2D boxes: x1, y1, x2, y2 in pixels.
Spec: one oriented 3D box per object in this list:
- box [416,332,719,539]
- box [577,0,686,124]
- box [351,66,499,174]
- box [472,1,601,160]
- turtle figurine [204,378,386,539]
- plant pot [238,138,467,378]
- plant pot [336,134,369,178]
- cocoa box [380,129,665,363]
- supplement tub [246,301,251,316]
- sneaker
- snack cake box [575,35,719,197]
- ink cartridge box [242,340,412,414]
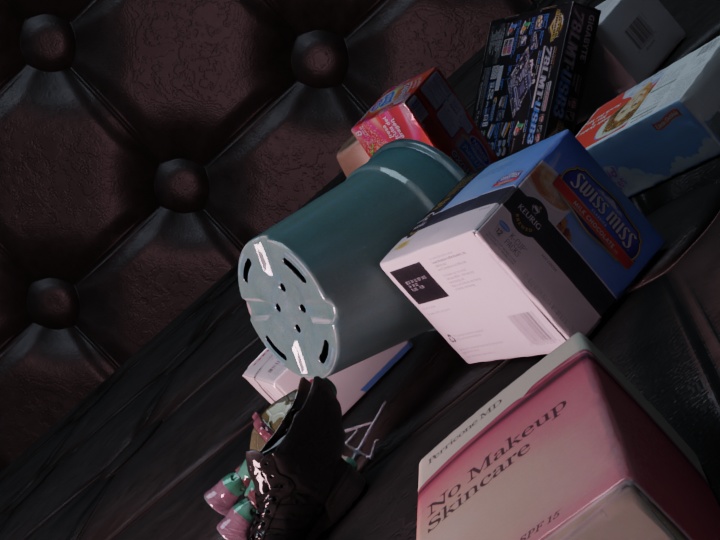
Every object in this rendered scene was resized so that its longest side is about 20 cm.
[{"bbox_3d":[0.106,0.135,0.660,0.128,0.109,0.200,-41,10,12],"label":"box"},{"bbox_3d":[0.301,-0.271,1.712,0.124,0.097,0.200,-49,11,-28],"label":"box"},{"bbox_3d":[0.094,-0.132,1.612,0.095,0.200,0.100,-21,21,41],"label":"box"},{"bbox_3d":[0.210,-0.225,1.651,0.198,0.050,0.200,6,84,65],"label":"box"},{"bbox_3d":[-0.065,0.172,1.274,0.200,0.101,0.150,-48,9,4],"label":"turtle figurine"},{"bbox_3d":[0.000,0.000,1.287,0.196,0.200,0.200,-29,1,-33],"label":"plant pot"},{"bbox_3d":[0.064,-0.136,1.867,0.200,0.175,0.200,-41,10,9],"label":"plant pot"},{"bbox_3d":[0.135,-0.015,1.139,0.131,0.133,0.200,-46,10,-21],"label":"cocoa box"},{"bbox_3d":[-0.065,0.002,1.837,0.145,0.145,0.200,-37,14,30],"label":"supplement tub"},{"bbox_3d":[-0.072,0.195,1.148,0.200,0.104,0.060,-47,11,-23],"label":"sneaker"},{"bbox_3d":[0.285,-0.137,1.273,0.115,0.067,0.200,-51,12,-31],"label":"snack cake box"},{"bbox_3d":[-0.042,0.102,1.508,0.145,0.084,0.200,-45,10,-11],"label":"ink cartridge box"}]
